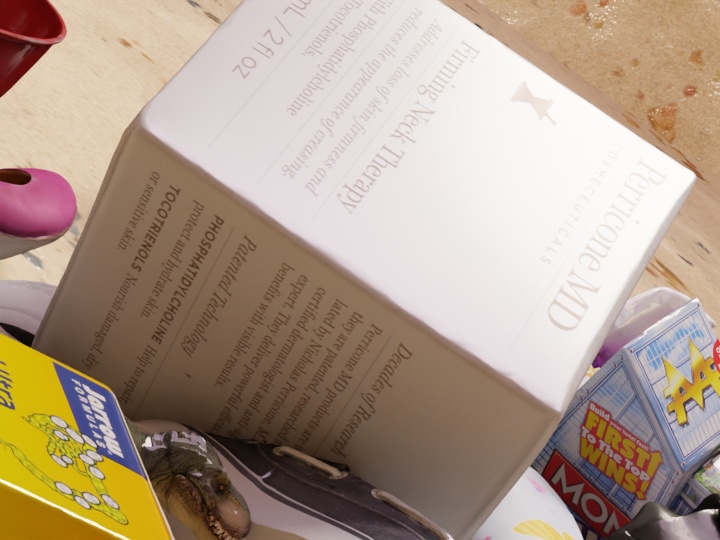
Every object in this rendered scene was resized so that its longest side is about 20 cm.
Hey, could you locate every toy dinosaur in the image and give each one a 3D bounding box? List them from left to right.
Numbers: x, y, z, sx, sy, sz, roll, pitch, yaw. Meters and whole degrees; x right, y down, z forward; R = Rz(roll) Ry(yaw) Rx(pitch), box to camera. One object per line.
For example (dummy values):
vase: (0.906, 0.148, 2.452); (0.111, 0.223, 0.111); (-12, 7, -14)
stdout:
toy dinosaur: (-0.133, 0.072, 0.841); (0.199, 0.088, 0.048); (26, 18, -39)

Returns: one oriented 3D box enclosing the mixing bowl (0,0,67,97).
mixing bowl: (-0.248, -0.116, 1.088); (0.199, 0.109, 0.200); (32, 12, -7)

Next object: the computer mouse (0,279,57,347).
computer mouse: (-0.100, 0.061, 1.051); (0.200, 0.044, 0.110); (38, 15, -1)

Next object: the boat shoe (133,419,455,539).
boat shoe: (-0.027, 0.101, 0.927); (0.067, 0.072, 0.199); (-15, 19, -35)

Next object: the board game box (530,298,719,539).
board game box: (0.152, 0.122, 1.168); (0.062, 0.201, 0.200); (-31, 64, -37)

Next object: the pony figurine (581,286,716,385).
pony figurine: (0.118, 0.060, 1.379); (0.193, 0.165, 0.201); (53, 25, -47)

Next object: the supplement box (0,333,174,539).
supplement box: (-0.172, 0.065, 0.722); (0.199, 0.109, 0.110); (29, 16, -32)

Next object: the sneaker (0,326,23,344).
sneaker: (-0.188, 0.007, 0.926); (0.199, 0.081, 0.077); (33, 13, -25)

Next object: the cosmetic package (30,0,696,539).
cosmetic package: (0.000, 0.000, 0.996); (0.199, 0.167, 0.168); (34, 46, 3)

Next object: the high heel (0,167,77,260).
high heel: (-0.188, -0.044, 1.065); (0.097, 0.067, 0.200); (71, 23, -10)

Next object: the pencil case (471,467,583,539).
pencil case: (0.065, 0.157, 1.043); (0.083, 0.091, 0.200); (38, 11, -19)

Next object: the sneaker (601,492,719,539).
sneaker: (0.179, 0.150, 1.004); (0.199, 0.077, 0.112); (13, 42, -39)
